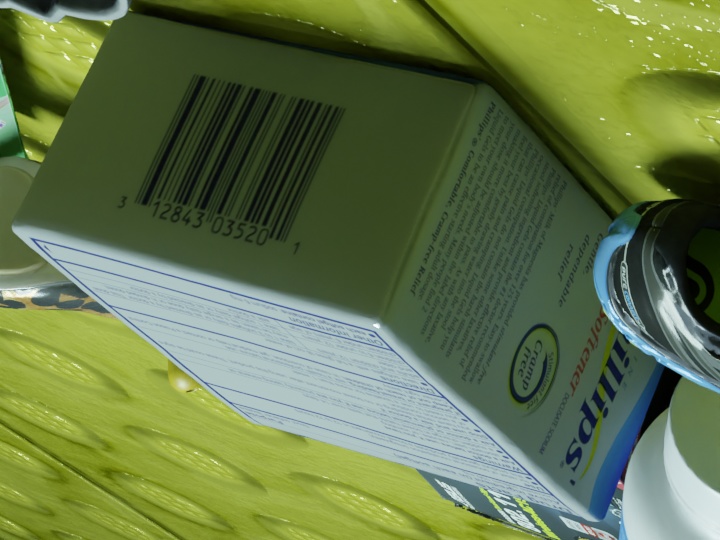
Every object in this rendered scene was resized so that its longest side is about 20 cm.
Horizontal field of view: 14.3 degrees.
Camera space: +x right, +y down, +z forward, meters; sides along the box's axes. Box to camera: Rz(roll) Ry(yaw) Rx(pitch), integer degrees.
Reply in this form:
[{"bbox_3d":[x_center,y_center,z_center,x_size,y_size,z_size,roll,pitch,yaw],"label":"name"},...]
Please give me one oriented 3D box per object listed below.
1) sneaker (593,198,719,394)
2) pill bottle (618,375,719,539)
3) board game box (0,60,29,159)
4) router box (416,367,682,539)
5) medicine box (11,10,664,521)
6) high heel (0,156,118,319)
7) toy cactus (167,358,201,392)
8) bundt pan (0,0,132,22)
[{"bbox_3d":[0.177,0.034,1.022,0.199,0.071,0.083,28,168,-7],"label":"sneaker"},{"bbox_3d":[0.164,0.116,1.206,0.112,0.112,0.200,20,149,16],"label":"pill bottle"},{"bbox_3d":[-0.215,-0.057,1.231,0.200,0.134,0.029,103,142,-77],"label":"board game box"},{"bbox_3d":[0.086,0.074,1.334,0.150,0.062,0.200,19,165,26],"label":"router box"},{"bbox_3d":[0.000,0.000,1.126,0.182,0.103,0.200,14,163,35],"label":"medicine box"},{"bbox_3d":[-0.120,0.006,1.321,0.200,0.072,0.143,-5,153,12],"label":"high heel"},{"bbox_3d":[-0.139,0.004,1.424,0.200,0.102,0.165,17,176,-7],"label":"toy cactus"},{"bbox_3d":[-0.139,-0.156,0.847,0.202,0.076,0.202,23,166,6],"label":"bundt pan"}]
